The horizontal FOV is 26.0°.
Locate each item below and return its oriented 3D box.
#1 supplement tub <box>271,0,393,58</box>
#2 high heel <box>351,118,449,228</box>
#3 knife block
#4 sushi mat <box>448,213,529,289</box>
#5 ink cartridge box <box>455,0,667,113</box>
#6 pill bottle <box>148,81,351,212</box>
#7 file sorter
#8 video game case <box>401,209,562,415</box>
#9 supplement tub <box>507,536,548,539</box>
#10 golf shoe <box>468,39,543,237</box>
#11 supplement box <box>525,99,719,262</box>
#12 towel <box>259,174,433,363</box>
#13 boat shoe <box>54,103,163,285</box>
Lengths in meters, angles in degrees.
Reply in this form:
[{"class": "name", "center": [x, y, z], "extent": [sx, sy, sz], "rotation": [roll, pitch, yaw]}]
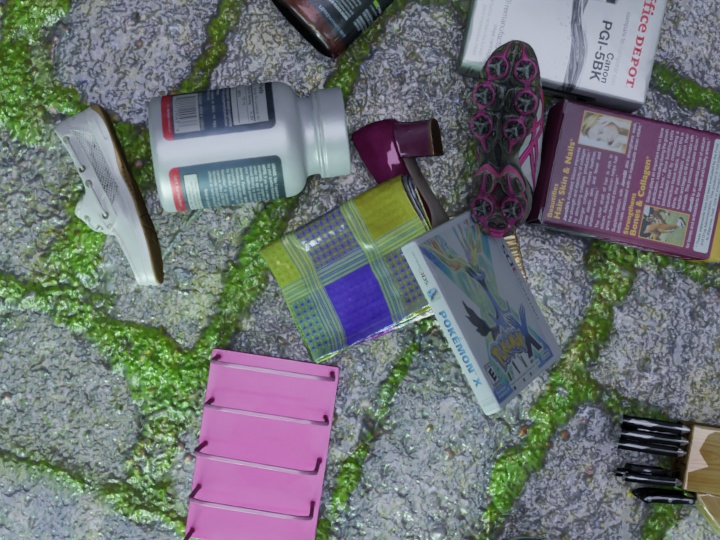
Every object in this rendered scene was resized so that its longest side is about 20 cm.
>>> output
[{"class": "supplement tub", "center": [0.005, -0.324, 1.619], "extent": [0.107, 0.107, 0.200], "rotation": [45, 88, -1]}, {"class": "high heel", "center": [0.043, -0.059, 1.644], "extent": [0.095, 0.067, 0.202], "rotation": [-6, 82, 24]}, {"class": "knife block", "center": [0.371, 0.186, 1.649], "extent": [0.199, 0.064, 0.176], "rotation": [-36, 92, -2]}, {"class": "sushi mat", "center": [0.076, -0.006, 1.666], "extent": [0.198, 0.012, 0.097], "rotation": [-11, 90, -2]}, {"class": "ink cartridge box", "center": [0.213, -0.260, 1.636], "extent": [0.198, 0.083, 0.148], "rotation": [12, 89, -1]}, {"class": "pill bottle", "center": [-0.113, -0.131, 1.608], "extent": [0.198, 0.120, 0.121], "rotation": [-7, 90, -2]}, {"class": "file sorter", "center": [-0.103, 0.192, 1.604], "extent": [0.137, 0.125, 0.202], "rotation": [9, 90, -1]}, {"class": "video game case", "center": [0.127, 0.033, 1.570], "extent": [0.022, 0.200, 0.184], "rotation": [-27, 90, 28]}, {"class": "supplement tub", "center": [0.180, 0.355, 1.575], "extent": [0.143, 0.200, 0.146], "rotation": [0, 90, -2]}, {"class": "golf shoe", "center": [0.151, -0.141, 1.603], "extent": [0.072, 0.092, 0.202], "rotation": [11, 111, 16]}, {"class": "supplement box", "center": [0.286, -0.090, 1.628], "extent": [0.198, 0.103, 0.132], "rotation": [13, 90, -3]}, {"class": "towel", "center": [0.000, 0.000, 1.616], "extent": [0.199, 0.023, 0.145], "rotation": [-24, 90, 26]}, {"class": "boat shoe", "center": [-0.264, -0.070, 1.631], "extent": [0.069, 0.071, 0.202], "rotation": [-22, 82, 0]}]
